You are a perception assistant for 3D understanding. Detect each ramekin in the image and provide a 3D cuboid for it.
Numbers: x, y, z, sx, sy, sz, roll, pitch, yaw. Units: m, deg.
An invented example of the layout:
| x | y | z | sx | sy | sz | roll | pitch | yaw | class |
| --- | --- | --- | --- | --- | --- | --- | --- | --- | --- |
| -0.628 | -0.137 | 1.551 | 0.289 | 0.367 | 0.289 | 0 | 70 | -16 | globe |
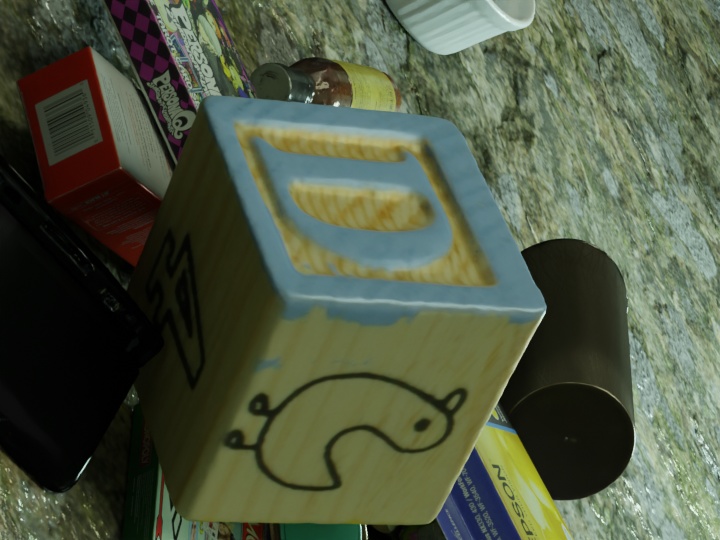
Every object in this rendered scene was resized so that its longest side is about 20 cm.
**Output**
| x | y | z | sx | sy | sz | roll | pitch | yaw | class |
| --- | --- | --- | --- | --- | --- | --- | --- | --- | --- |
| 0.083 | -0.313 | 2.429 | 0.200 | 0.098 | 0.201 | 46 | 28 | -35 | ramekin |

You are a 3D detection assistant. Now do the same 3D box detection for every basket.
| x | y | z | sx | sy | sz | roll | pitch | yaw | class |
| --- | --- | --- | --- | --- | --- | --- | --- | --- | --- |
| 0.164 | 0.095 | 2.047 | 0.136 | 0.181 | 0.200 | 20 | 25 | -11 | basket |

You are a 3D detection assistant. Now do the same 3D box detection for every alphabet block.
| x | y | z | sx | sy | sz | roll | pitch | yaw | class |
| --- | --- | --- | --- | --- | --- | --- | --- | --- | --- |
| -0.026 | 0.028 | 1.573 | 0.195 | 0.200 | 0.197 | 4 | 41 | -25 | alphabet block |

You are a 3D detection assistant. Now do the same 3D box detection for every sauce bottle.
| x | y | z | sx | sy | sz | roll | pitch | yaw | class |
| --- | --- | --- | --- | --- | --- | --- | --- | --- | --- |
| -0.031 | -0.149 | 2.055 | 0.200 | 0.066 | 0.066 | 5 | 62 | -66 | sauce bottle |

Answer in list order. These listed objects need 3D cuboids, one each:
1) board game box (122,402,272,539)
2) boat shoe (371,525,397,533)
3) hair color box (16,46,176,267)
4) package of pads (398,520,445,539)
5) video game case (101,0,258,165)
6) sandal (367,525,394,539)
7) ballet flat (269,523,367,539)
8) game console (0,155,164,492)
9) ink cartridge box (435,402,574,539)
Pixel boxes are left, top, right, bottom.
| x | y | z | sx | sy | sz | roll | pitch | yaw | class |
| --- | --- | --- | --- | --- | --- | --- | --- | --- | --- |
| -0.104 | 0.194 | 1.591 | 0.135 | 0.029 | 0.200 | 46 | 28 | -35 | board game box |
| 0.040 | 0.140 | 1.883 | 0.073 | 0.063 | 0.200 | 43 | 19 | -6 | boat shoe |
| -0.154 | -0.063 | 1.669 | 0.200 | 0.061 | 0.102 | 41 | 29 | -59 | hair color box |
| 0.116 | 0.272 | 1.933 | 0.200 | 0.068 | 0.154 | 67 | 22 | 7 | package of pads |
| -0.110 | -0.121 | 1.727 | 0.200 | 0.036 | 0.181 | 66 | 12 | 1 | video game case |
| 0.053 | 0.264 | 1.830 | 0.201 | 0.048 | 0.075 | 59 | 22 | -8 | sandal |
| -0.026 | 0.202 | 1.682 | 0.065 | 0.070 | 0.200 | -143 | -142 | -67 | ballet flat |
| -0.230 | 0.010 | 1.525 | 0.200 | 0.116 | 0.176 | 50 | -3 | -32 | game console |
| 0.088 | 0.148 | 1.846 | 0.198 | 0.047 | 0.200 | 64 | 13 | 16 | ink cartridge box |
